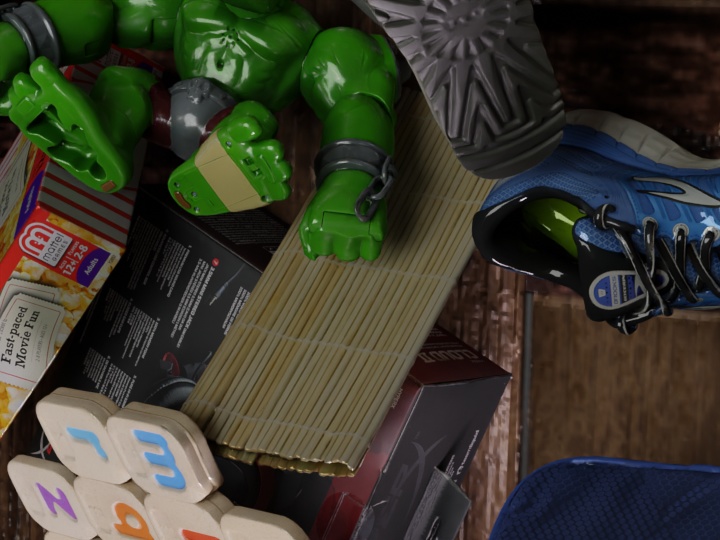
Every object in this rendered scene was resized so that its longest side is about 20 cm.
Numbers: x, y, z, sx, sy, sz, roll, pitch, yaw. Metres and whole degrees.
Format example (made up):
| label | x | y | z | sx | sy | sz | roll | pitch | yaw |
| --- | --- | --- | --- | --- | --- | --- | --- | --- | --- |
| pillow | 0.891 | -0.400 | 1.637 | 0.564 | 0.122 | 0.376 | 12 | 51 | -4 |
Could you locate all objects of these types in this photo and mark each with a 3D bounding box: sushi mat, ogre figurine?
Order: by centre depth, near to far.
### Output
| label | x | y | z | sx | sy | sz | roll | pitch | yaw |
| --- | --- | --- | --- | --- | --- | --- | --- | --- | --- |
| sushi mat | 0.000 | 0.000 | 1.089 | 0.095 | 0.012 | 0.200 | 8 | 54 | 32 |
| ogre figurine | -0.066 | -0.080 | 1.116 | 0.200 | 0.120 | 0.098 | 6 | 130 | 26 |

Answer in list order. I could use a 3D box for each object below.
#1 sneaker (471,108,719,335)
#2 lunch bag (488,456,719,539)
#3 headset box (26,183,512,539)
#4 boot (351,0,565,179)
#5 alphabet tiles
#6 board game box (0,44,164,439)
| label | x | y | z | sx | sy | sz | roll | pitch | yaw |
| --- | --- | --- | --- | --- | --- | --- | --- | --- | --- |
| sneaker | 0.130 | -0.005 | 1.018 | 0.200 | 0.089 | 0.079 | 11 | 127 | 38 |
| lunch bag | 0.146 | 0.162 | 0.989 | 0.200 | 0.132 | 0.136 | 2 | 51 | 36 |
| headset box | -0.037 | 0.072 | 1.159 | 0.200 | 0.075 | 0.149 | 33 | 110 | 30 |
| boot | 0.011 | -0.148 | 1.036 | 0.200 | 0.072 | 0.182 | -112 | 6 | -48 |
| alphabet tiles | -0.068 | 0.138 | 1.112 | 0.195 | 0.015 | 0.200 | 7 | 128 | 47 |
| board game box | -0.162 | 0.008 | 1.195 | 0.046 | 0.152 | 0.200 | 27 | 122 | -15 |
